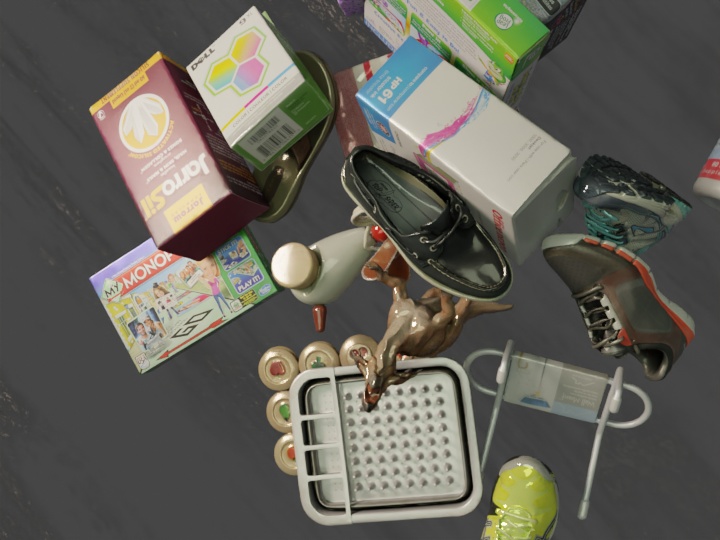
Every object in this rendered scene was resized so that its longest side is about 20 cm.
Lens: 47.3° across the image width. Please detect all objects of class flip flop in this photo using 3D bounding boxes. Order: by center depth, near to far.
[{"bbox_3d":[-0.087,-0.150,0.926,0.081,0.058,0.200,29,100,27],"label":"flip flop"}]

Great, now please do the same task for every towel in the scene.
[{"bbox_3d":[0.070,-0.179,0.917,0.200,0.023,0.144,-16,85,11],"label":"towel"}]

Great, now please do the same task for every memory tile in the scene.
[{"bbox_3d":[-0.014,0.151,0.940,0.200,0.017,0.153,-10,88,12],"label":"memory tile"}]

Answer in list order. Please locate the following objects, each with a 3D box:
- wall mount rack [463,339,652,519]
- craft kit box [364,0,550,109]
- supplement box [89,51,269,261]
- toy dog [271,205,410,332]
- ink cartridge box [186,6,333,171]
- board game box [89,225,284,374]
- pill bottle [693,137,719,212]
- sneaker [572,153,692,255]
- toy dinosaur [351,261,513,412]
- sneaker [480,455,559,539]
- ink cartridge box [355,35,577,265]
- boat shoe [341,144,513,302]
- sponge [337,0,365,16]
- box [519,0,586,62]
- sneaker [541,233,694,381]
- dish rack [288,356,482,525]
[{"bbox_3d":[0.196,0.164,0.869,0.200,0.075,0.174,13,125,13],"label":"wall mount rack"},{"bbox_3d":[0.082,-0.239,0.806,0.049,0.198,0.200,-42,81,-6],"label":"craft kit box"},{"bbox_3d":[-0.203,-0.126,0.923,0.110,0.086,0.200,-35,71,14],"label":"supplement box"},{"bbox_3d":[0.000,0.000,0.885,0.200,0.132,0.096,-25,77,33],"label":"toy dog"},{"bbox_3d":[-0.121,-0.214,0.896,0.104,0.059,0.200,-39,54,11],"label":"ink cartridge box"},{"bbox_3d":[-0.208,0.016,0.976,0.200,0.029,0.135,-32,85,11],"label":"board game box"},{"bbox_3d":[0.418,-0.141,0.794,0.109,0.109,0.200,28,96,11],"label":"pill bottle"},{"bbox_3d":[0.255,-0.049,0.793,0.078,0.200,0.086,45,113,33],"label":"sneaker"},{"bbox_3d":[0.062,0.064,0.842,0.086,0.200,0.136,31,117,43],"label":"toy dinosaur"},{"bbox_3d":[0.160,0.289,0.855,0.075,0.076,0.200,12,106,14],"label":"sneaker"},{"bbox_3d":[0.105,-0.112,0.800,0.200,0.145,0.085,40,86,22],"label":"ink cartridge box"},{"bbox_3d":[0.062,-0.048,0.761,0.074,0.066,0.199,-42,80,-8],"label":"boat shoe"},{"bbox_3d":[-0.026,-0.344,0.845,0.030,0.200,0.112,-5,90,10],"label":"sponge"},{"bbox_3d":[0.124,-0.308,0.836,0.115,0.132,0.200,-40,82,-8],"label":"box"},{"bbox_3d":[0.251,0.040,0.808,0.200,0.077,0.082,36,68,-17],"label":"sneaker"},{"bbox_3d":[0.028,0.184,0.901,0.200,0.044,0.172,-7,88,12],"label":"dish rack"}]
